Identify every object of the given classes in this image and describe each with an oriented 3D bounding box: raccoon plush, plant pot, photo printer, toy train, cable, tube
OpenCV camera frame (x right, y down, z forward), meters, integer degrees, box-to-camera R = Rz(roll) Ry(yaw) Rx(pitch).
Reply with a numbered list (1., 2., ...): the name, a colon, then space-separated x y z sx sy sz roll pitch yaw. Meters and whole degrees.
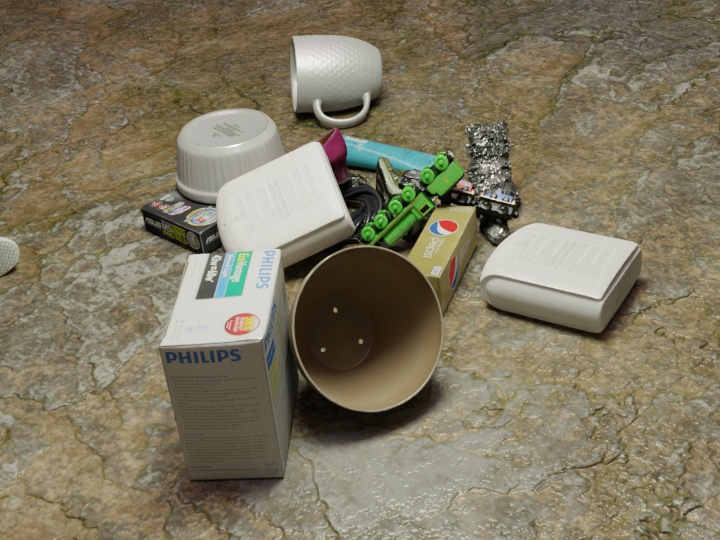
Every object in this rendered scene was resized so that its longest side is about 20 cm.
1. raccoon plush: 0.219 -0.151 1.693 0.095 0.136 0.201 -11 32 -9
2. plant pot: -0.009 0.077 1.361 0.198 0.203 0.134 -20 1 -20
3. photo printer: -0.124 -0.088 1.637 0.197 0.070 0.168 -25 59 4
4. toy train: 0.080 -0.101 1.631 0.200 0.056 0.042 -44 4 18
5. photo printer: 0.277 0.004 1.502 0.197 0.070 0.166 13 38 30
6. cable: -0.062 -0.090 1.746 0.196 0.051 0.164 -14 41 -4
7. toy train: 0.154 -0.119 1.650 0.197 0.034 0.046 18 60 17
8. tube: 0.051 -0.200 1.892 0.197 0.051 0.078 13 41 20

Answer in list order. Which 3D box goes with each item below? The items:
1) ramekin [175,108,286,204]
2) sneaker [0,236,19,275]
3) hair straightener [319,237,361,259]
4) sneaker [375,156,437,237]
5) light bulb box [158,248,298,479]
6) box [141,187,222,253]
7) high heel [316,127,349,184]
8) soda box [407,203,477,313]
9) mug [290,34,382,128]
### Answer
1. ramekin: -0.224 -0.201 1.814 0.198 0.096 0.204 -5 32 3
2. sneaker: -0.656 -0.031 1.737 0.197 0.074 0.115 -12 29 -8
3. hair straightener: 0.000 0.000 1.601 0.076 0.042 0.200 -19 30 -19
4. sneaker: 0.080 -0.123 1.751 0.087 0.078 0.201 -6 38 -18
5. light bulb box: -0.152 0.112 1.294 0.122 0.203 0.199 -3 32 5
6. box: -0.246 -0.109 1.804 0.159 0.045 0.199 21 42 38
7. high heel: -0.112 -0.160 1.724 0.197 0.097 0.068 -18 38 -6
8. soda box: 0.118 -0.019 1.571 0.063 0.069 0.201 6 35 20
9. mug: -0.045 -0.369 2.101 0.172 0.148 0.203 -3 62 -8
